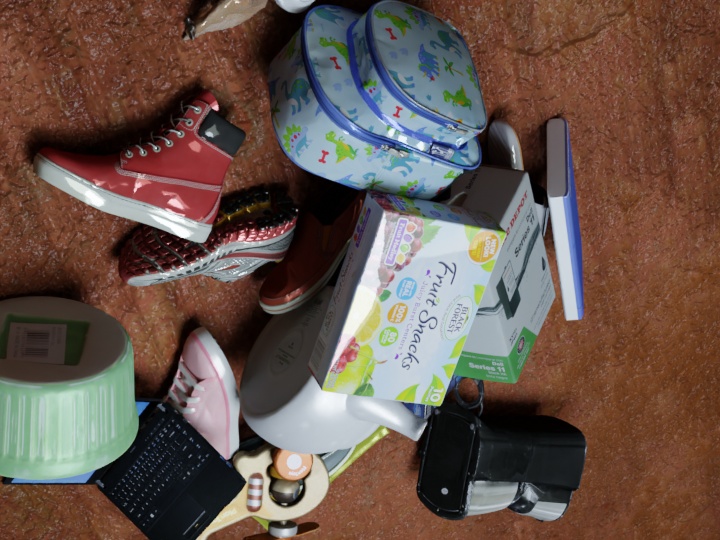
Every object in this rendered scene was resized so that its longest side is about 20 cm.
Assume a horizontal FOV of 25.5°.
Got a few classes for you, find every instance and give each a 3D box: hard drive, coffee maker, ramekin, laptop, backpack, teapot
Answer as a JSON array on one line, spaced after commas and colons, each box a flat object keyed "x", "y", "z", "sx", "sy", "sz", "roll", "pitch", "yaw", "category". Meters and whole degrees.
[{"x": 0.241, "y": -0.059, "z": 1.871, "sx": 0.025, "sy": 0.133, "sz": 0.201, "roll": -4, "pitch": 135, "yaw": 11, "category": "hard drive"}, {"x": 0.193, "y": 0.233, "z": 2.070, "sx": 0.199, "sy": 0.135, "sz": 0.193, "roll": 6, "pitch": 120, "yaw": -38, "category": "coffee maker"}, {"x": -0.316, "y": 0.109, "z": 1.575, "sx": 0.198, "sy": 0.200, "sz": 0.099, "roll": -9, "pitch": 122, "yaw": -29, "category": "ramekin"}, {"x": -0.258, "y": 0.231, "z": 1.742, "sx": 0.177, "sy": 0.200, "sz": 0.103, "roll": -48, "pitch": 176, "yaw": 38, "category": "laptop"}, {"x": 0.018, "y": -0.175, "z": 1.571, "sx": 0.198, "sy": 0.184, "sz": 0.147, "roll": 12, "pitch": 140, "yaw": -30, "category": "backpack"}, {"x": -0.030, "y": 0.124, "z": 1.748, "sx": 0.146, "sy": 0.201, "sz": 0.197, "roll": 35, "pitch": 126, "yaw": -28, "category": "teapot"}]

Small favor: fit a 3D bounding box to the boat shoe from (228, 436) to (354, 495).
[{"x": -0.097, "y": 0.223, "z": 1.907, "sx": 0.198, "sy": 0.073, "sz": 0.062, "roll": -21, "pitch": 138, "yaw": -12, "category": "boat shoe"}]

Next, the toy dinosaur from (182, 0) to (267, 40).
[{"x": -0.108, "y": -0.287, "z": 1.475, "sx": 0.135, "sy": 0.086, "sz": 0.201, "roll": -16, "pitch": 138, "yaw": -32, "category": "toy dinosaur"}]

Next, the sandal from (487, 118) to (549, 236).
[{"x": 0.191, "y": -0.089, "z": 1.843, "sx": 0.059, "sy": 0.079, "sz": 0.208, "roll": -21, "pitch": 132, "yaw": -15, "category": "sandal"}]

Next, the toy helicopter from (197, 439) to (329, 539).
[{"x": -0.127, "y": 0.275, "z": 1.850, "sx": 0.199, "sy": 0.079, "sz": 0.133, "roll": -26, "pitch": 109, "yaw": -7, "category": "toy helicopter"}]

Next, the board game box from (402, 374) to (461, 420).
[{"x": 0.099, "y": 0.046, "z": 1.865, "sx": 0.199, "sy": 0.061, "sz": 0.202, "roll": -29, "pitch": 126, "yaw": -58, "category": "board game box"}]

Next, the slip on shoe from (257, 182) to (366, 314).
[{"x": -0.045, "y": -0.038, "z": 1.730, "sx": 0.200, "sy": 0.074, "sz": 0.061, "roll": -48, "pitch": 130, "yaw": 1, "category": "slip on shoe"}]

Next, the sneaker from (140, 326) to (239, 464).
[{"x": -0.195, "y": 0.158, "z": 1.782, "sx": 0.104, "sy": 0.075, "sz": 0.201, "roll": -24, "pitch": 139, "yaw": -23, "category": "sneaker"}]

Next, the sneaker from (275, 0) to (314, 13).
[{"x": -0.008, "y": -0.315, "z": 1.492, "sx": 0.075, "sy": 0.115, "sz": 0.201, "roll": 18, "pitch": 114, "yaw": -42, "category": "sneaker"}]

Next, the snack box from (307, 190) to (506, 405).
[{"x": 0.045, "y": 0.031, "z": 1.592, "sx": 0.141, "sy": 0.053, "sz": 0.202, "roll": 8, "pitch": 113, "yaw": -27, "category": "snack box"}]

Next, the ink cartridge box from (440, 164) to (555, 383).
[{"x": 0.143, "y": 0.003, "z": 1.774, "sx": 0.147, "sy": 0.082, "sz": 0.201, "roll": -60, "pitch": 146, "yaw": -36, "category": "ink cartridge box"}]

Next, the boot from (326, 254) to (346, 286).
[{"x": 0.000, "y": 0.000, "z": 1.796, "sx": 0.073, "sy": 0.076, "sz": 0.200, "roll": 22, "pitch": 132, "yaw": -22, "category": "boot"}]

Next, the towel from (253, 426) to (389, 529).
[{"x": -0.057, "y": 0.246, "z": 1.993, "sx": 0.200, "sy": 0.018, "sz": 0.086, "roll": -42, "pitch": 138, "yaw": 2, "category": "towel"}]

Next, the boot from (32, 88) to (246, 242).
[{"x": -0.212, "y": -0.123, "z": 1.555, "sx": 0.199, "sy": 0.072, "sz": 0.146, "roll": 17, "pitch": 100, "yaw": -34, "category": "boot"}]

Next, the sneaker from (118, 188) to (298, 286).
[{"x": -0.156, "y": -0.016, "z": 1.666, "sx": 0.198, "sy": 0.078, "sz": 0.083, "roll": -15, "pitch": 137, "yaw": -21, "category": "sneaker"}]
